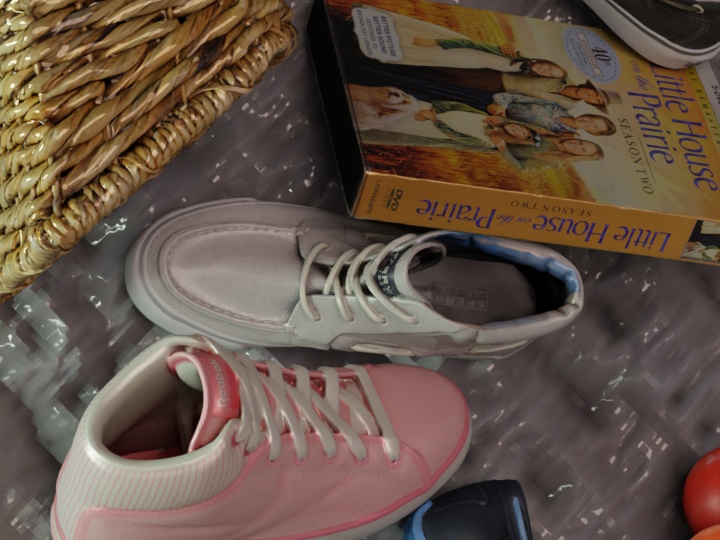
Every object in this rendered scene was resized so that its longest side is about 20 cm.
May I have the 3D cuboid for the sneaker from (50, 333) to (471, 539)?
[{"bbox_3d":[-0.037,0.070,1.130,0.200,0.105,0.075,-14,57,-18],"label":"sneaker"}]

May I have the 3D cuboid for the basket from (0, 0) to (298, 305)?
[{"bbox_3d":[-0.099,-0.068,1.089,0.142,0.200,0.150,-8,81,-21],"label":"basket"}]

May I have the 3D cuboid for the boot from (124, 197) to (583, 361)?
[{"bbox_3d":[0.000,0.000,1.165,0.199,0.096,0.074,4,80,-18],"label":"boot"}]

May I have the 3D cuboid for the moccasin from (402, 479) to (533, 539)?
[{"bbox_3d":[0.089,0.188,1.171,0.068,0.080,0.201,-25,90,-12],"label":"moccasin"}]

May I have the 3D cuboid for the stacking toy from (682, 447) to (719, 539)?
[{"bbox_3d":[0.172,0.165,1.181,0.085,0.085,0.201,18,52,-15],"label":"stacking toy"}]

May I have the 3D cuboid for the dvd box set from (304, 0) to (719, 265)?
[{"bbox_3d":[0.081,-0.067,1.194,0.199,0.029,0.147,8,39,-17],"label":"dvd box set"}]

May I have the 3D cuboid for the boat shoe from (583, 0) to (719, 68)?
[{"bbox_3d":[0.102,-0.178,1.230,0.200,0.057,0.069,40,60,5],"label":"boat shoe"}]
